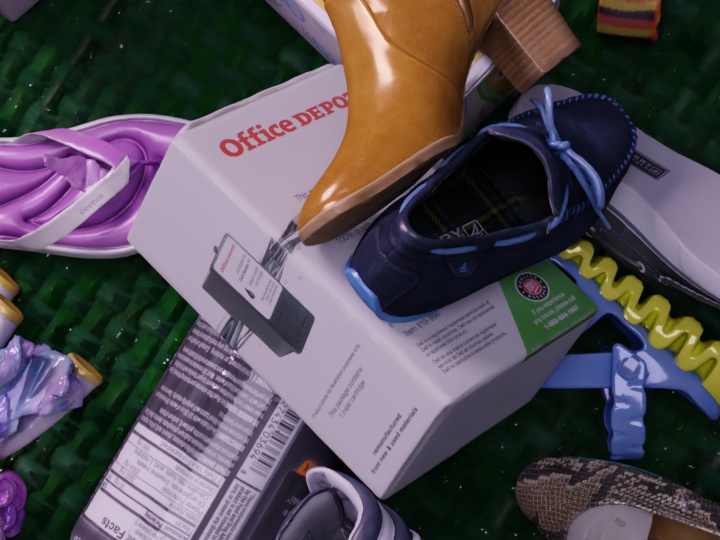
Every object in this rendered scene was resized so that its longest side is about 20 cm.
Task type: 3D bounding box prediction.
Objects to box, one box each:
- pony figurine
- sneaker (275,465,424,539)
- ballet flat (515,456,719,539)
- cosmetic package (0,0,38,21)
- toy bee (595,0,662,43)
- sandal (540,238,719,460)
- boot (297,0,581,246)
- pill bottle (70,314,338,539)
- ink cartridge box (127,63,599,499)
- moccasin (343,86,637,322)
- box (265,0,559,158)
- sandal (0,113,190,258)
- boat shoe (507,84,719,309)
[{"bbox_3d":[-0.236,0.107,1.164,0.200,0.167,0.193,-50,50,1],"label":"pony figurine"},{"bbox_3d":[-0.023,0.159,1.100,0.108,0.200,0.070,39,61,-21],"label":"sneaker"},{"bbox_3d":[0.176,0.154,1.144,0.200,0.075,0.068,18,122,5],"label":"ballet flat"},{"bbox_3d":[-0.190,-0.277,1.184,0.200,0.165,0.165,-42,81,-2],"label":"cosmetic package"},{"bbox_3d":[0.151,-0.232,1.180,0.131,0.109,0.200,-14,82,5],"label":"toy bee"},{"bbox_3d":[0.115,0.031,1.168,0.200,0.079,0.087,38,91,9],"label":"sandal"},{"bbox_3d":[0.003,-0.117,1.066,0.201,0.071,0.144,-40,89,-26],"label":"boot"},{"bbox_3d":[-0.087,0.125,1.157,0.106,0.106,0.200,30,87,7],"label":"pill bottle"},{"bbox_3d":[0.000,0.000,1.111,0.200,0.147,0.083,45,131,16],"label":"ink cartridge box"},{"bbox_3d":[0.080,-0.036,1.059,0.080,0.068,0.200,45,51,7],"label":"moccasin"},{"bbox_3d":[0.006,-0.169,1.181,0.200,0.112,0.101,44,87,7],"label":"box"},{"bbox_3d":[-0.177,-0.047,1.213,0.202,0.050,0.083,-5,83,4],"label":"sandal"},{"bbox_3d":[0.158,-0.028,1.157,0.069,0.057,0.200,-27,55,-37],"label":"boat shoe"}]
